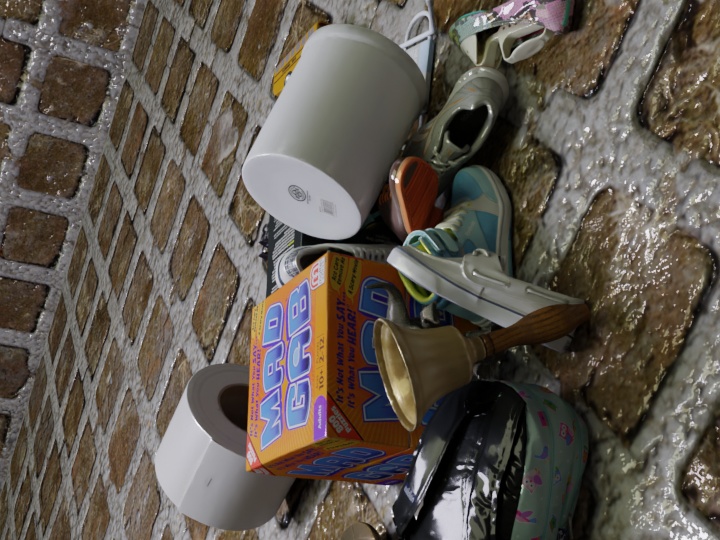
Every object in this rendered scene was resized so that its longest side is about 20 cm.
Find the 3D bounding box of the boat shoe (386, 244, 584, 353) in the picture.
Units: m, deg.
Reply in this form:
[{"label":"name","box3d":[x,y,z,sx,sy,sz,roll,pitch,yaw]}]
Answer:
[{"label":"boat shoe","box3d":[0.125,0.012,0.953,0.066,0.199,0.074,-64,-5,1]}]

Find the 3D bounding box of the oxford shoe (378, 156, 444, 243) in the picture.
[{"label":"oxford shoe","box3d":[0.048,-0.076,1.105,0.072,0.072,0.200,-60,-20,-16]}]

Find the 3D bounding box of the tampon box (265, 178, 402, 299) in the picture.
[{"label":"tampon box","box3d":[-0.035,-0.048,1.278,0.126,0.149,0.202,-34,50,58]}]

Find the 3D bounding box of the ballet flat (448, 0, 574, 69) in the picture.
[{"label":"ballet flat","box3d":[0.165,-0.270,1.097,0.199,0.069,0.072,-6,75,57]}]

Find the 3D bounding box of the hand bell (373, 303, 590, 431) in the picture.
[{"label":"hand bell","box3d":[0.121,0.068,0.881,0.104,0.198,0.105,164,90,-76]}]

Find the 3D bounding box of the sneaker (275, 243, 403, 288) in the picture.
[{"label":"sneaker","box3d":[0.000,0.000,1.148,0.080,0.198,0.077,141,123,-66]}]

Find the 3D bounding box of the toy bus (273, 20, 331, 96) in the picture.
[{"label":"toy bus","box3d":[-0.073,-0.342,1.570,0.200,0.065,0.079,-31,51,55]}]

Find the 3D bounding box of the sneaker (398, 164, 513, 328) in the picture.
[{"label":"sneaker","box3d":[0.098,-0.043,1.056,0.080,0.130,0.202,-42,43,48]}]

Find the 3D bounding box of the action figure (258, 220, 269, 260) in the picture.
[{"label":"action figure","box3d":[-0.131,-0.121,1.584,0.130,0.069,0.202,137,142,-60]}]

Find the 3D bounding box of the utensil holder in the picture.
[{"label":"utensil holder","box3d":[-0.032,-0.164,1.150,0.170,0.169,0.201,-23,36,57]}]

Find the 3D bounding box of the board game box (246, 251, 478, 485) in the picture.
[{"label":"board game box","box3d":[0.002,0.123,1.094,0.200,0.198,0.202,-33,51,53]}]

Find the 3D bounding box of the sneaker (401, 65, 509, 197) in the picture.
[{"label":"sneaker","box3d":[0.099,-0.145,1.125,0.201,0.075,0.092,-58,7,35]}]

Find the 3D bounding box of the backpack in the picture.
[{"label":"backpack","box3d":[0.129,0.203,0.903,0.166,0.126,0.202,12,87,49]}]

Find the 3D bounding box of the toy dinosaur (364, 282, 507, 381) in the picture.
[{"label":"toy dinosaur","box3d":[0.077,0.079,0.966,0.102,0.199,0.078,-32,43,53]}]

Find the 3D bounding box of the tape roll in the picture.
[{"label":"tape roll","box3d":[-0.179,0.251,1.377,0.140,0.201,0.203,-61,32,26]}]

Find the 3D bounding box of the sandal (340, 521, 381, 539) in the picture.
[{"label":"sandal","box3d":[-0.001,0.364,1.165,0.201,0.053,0.081,115,159,-52]}]

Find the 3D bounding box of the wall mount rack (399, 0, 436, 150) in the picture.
[{"label":"wall mount rack","box3d":[0.064,-0.270,1.273,0.173,0.074,0.202,-12,69,58]}]
